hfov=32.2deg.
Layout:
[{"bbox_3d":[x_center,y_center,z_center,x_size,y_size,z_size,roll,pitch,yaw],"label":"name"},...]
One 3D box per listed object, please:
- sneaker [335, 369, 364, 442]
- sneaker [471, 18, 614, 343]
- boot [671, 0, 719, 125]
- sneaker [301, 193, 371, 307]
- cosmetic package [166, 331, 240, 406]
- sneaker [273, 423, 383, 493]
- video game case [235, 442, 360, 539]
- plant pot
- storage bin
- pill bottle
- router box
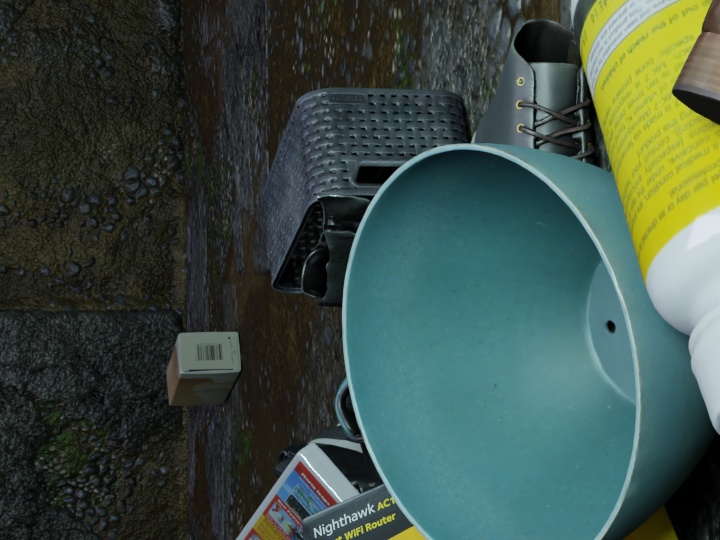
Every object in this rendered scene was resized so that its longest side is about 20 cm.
[{"bbox_3d":[0.015,0.089,0.931,0.200,0.080,0.072,174,94,-77],"label":"sneaker"},{"bbox_3d":[0.109,-0.057,0.735,0.200,0.075,0.106,-104,17,-44],"label":"sneaker"},{"bbox_3d":[0.213,-0.114,0.371,0.200,0.186,0.064,-64,-25,3],"label":"boot"},{"bbox_3d":[0.000,0.003,0.938,0.200,0.104,0.060,119,146,-62],"label":"sneaker"},{"bbox_3d":[-0.268,0.169,2.113,0.200,0.105,0.071,120,146,-65],"label":"cosmetic package"},{"bbox_3d":[0.013,0.179,0.923,0.200,0.112,0.073,17,121,48],"label":"sneaker"},{"bbox_3d":[-0.024,0.223,0.893,0.143,0.017,0.200,47,141,12],"label":"video game case"},{"bbox_3d":[0.102,0.035,0.607,0.200,0.134,0.201,15,109,51],"label":"plant pot"},{"bbox_3d":[0.002,-0.060,1.020,0.200,0.135,0.094,121,145,-63],"label":"storage bin"},{"bbox_3d":[0.157,-0.042,0.485,0.114,0.114,0.200,113,153,-57],"label":"pill bottle"},{"bbox_3d":[0.074,0.168,0.667,0.051,0.200,0.149,52,-163,-45],"label":"router box"}]
